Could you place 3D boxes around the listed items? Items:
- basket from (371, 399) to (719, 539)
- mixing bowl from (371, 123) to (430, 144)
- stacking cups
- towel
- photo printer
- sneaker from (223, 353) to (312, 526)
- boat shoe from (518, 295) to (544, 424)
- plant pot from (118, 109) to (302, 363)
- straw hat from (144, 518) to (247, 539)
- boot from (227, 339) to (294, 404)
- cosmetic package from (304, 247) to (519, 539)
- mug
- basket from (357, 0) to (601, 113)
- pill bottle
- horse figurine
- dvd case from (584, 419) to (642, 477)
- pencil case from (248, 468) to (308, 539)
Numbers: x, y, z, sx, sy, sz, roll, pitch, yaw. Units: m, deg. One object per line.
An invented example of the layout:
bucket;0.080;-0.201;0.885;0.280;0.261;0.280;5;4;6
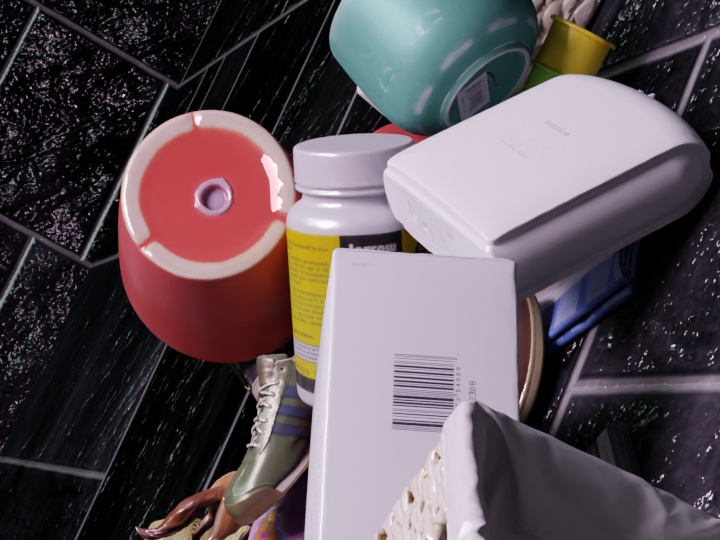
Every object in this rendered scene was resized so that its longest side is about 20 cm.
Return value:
basket;0.096;0.209;0.802;0.161;0.199;0.199;-54;19;27
mixing bowl;0.037;-0.051;1.372;0.200;0.107;0.202;22;-90;-82
stacking cups;0.135;-0.108;1.304;0.201;0.060;0.061;-62;18;9
towel;0.172;-0.032;1.232;0.147;0.024;0.201;-43;26;46
photo printer;0.138;-0.068;1.136;0.199;0.070;0.166;-26;34;-15
sneaker;-0.064;0.111;1.338;0.200;0.090;0.067;-48;15;-23
boat shoe;0.081;0.101;1.181;0.072;0.071;0.202;-18;52;66
plant pot;-0.119;-0.038;1.339;0.177;0.199;0.202;91;-157;-75
straw hat;-0.181;0.294;1.617;0.202;0.085;0.202;-52;19;27
boot;-0.095;0.073;1.504;0.073;0.151;0.200;-39;-18;2
cosmetic package;0.028;0.124;1.020;0.201;0.121;0.201;97;177;-59
mug;0.078;-0.185;1.283;0.184;0.115;0.153;-15;-33;-46
basket;0.112;-0.213;1.471;0.201;0.135;0.123;-59;20;-7
pill bottle;0.000;0.000;1.239;0.114;0.113;0.202;-138;42;-72
horse figurine;-0.107;0.223;1.434;0.050;0.199;0.133;40;107;33
dvd case;0.120;0.211;1.028;0.201;0.016;0.149;-53;19;25
pencil case;-0.042;0.198;1.389;0.087;0.087;0.201;-37;30;52
